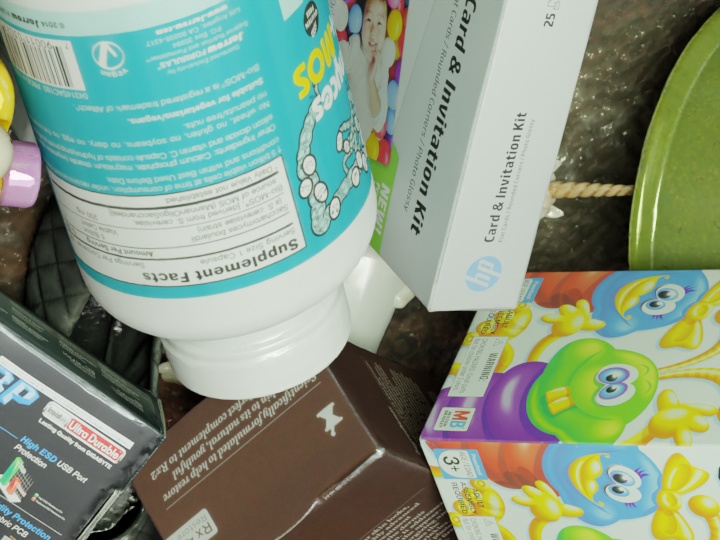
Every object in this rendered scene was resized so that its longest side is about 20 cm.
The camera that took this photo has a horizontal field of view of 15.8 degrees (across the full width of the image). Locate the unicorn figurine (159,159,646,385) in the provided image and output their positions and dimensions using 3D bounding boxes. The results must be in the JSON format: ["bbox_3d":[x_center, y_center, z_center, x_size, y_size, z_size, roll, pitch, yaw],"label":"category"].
[{"bbox_3d":[0.000,0.000,1.099,0.137,0.074,0.200,13,126,-43],"label":"unicorn figurine"}]

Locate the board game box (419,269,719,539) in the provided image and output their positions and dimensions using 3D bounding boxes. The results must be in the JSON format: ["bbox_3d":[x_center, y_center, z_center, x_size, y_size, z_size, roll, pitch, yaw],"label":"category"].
[{"bbox_3d":[0.142,0.069,1.025,0.105,0.199,0.103,-63,143,-43],"label":"board game box"}]

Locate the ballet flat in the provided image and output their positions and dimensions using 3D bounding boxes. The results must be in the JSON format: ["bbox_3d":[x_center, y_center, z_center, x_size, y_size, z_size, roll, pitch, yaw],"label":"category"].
[{"bbox_3d":[-0.110,0.057,1.061,0.066,0.057,0.201,-5,111,-21],"label":"ballet flat"}]

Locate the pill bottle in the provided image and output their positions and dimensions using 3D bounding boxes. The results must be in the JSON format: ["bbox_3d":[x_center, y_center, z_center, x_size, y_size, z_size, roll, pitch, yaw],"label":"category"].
[{"bbox_3d":[-0.057,-0.054,0.898,0.110,0.111,0.201,-24,126,-13],"label":"pill bottle"}]

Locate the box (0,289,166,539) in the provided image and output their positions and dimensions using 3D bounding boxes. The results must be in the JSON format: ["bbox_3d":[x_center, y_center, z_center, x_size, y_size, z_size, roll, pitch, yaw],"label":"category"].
[{"bbox_3d":[-0.200,0.063,1.001,0.200,0.046,0.159,36,99,-19],"label":"box"}]

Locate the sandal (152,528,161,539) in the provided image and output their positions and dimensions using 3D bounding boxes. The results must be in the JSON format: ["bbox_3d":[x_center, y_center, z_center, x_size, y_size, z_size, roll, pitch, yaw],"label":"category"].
[{"bbox_3d":[-0.123,0.151,1.133,0.199,0.043,0.076,-14,124,-20],"label":"sandal"}]

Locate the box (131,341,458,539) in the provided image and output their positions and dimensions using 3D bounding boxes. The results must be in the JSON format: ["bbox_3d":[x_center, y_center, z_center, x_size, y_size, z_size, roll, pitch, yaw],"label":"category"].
[{"bbox_3d":[0.000,0.096,1.094,0.100,0.075,0.200,-39,154,13],"label":"box"}]

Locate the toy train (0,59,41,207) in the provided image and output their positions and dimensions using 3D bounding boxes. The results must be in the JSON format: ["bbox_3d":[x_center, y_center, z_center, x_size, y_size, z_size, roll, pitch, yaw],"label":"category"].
[{"bbox_3d":[-0.182,-0.045,0.831,0.150,0.056,0.201,-20,116,-10],"label":"toy train"}]

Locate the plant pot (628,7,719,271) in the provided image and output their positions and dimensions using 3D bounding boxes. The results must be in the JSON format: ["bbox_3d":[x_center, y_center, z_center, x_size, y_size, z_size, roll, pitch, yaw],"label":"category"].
[{"bbox_3d":[0.244,-0.013,1.089,0.200,0.189,0.201,-13,107,-49],"label":"plant pot"}]

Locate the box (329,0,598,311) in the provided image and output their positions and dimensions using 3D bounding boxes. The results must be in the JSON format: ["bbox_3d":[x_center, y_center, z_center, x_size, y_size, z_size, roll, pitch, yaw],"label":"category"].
[{"bbox_3d":[0.015,-0.099,0.956,0.041,0.200,0.157,-1,119,-29],"label":"box"}]

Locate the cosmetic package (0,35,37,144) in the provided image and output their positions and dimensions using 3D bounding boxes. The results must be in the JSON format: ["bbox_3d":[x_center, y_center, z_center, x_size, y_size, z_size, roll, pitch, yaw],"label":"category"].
[{"bbox_3d":[-0.069,-0.148,0.958,0.107,0.085,0.201,1,118,-25],"label":"cosmetic package"}]
